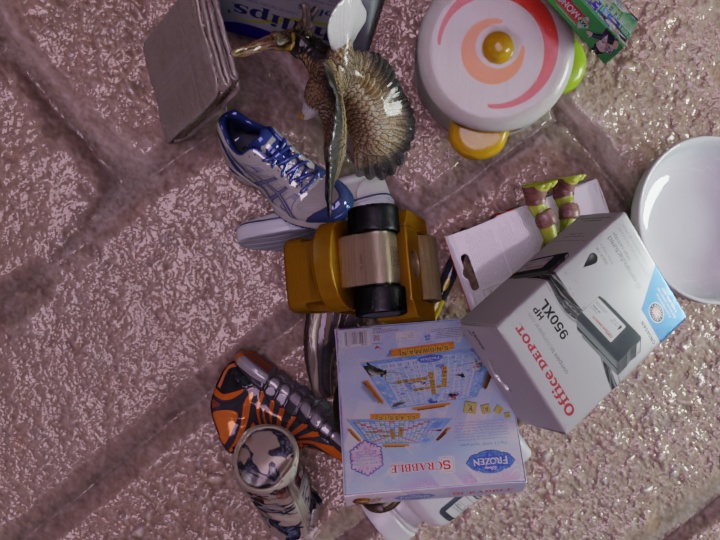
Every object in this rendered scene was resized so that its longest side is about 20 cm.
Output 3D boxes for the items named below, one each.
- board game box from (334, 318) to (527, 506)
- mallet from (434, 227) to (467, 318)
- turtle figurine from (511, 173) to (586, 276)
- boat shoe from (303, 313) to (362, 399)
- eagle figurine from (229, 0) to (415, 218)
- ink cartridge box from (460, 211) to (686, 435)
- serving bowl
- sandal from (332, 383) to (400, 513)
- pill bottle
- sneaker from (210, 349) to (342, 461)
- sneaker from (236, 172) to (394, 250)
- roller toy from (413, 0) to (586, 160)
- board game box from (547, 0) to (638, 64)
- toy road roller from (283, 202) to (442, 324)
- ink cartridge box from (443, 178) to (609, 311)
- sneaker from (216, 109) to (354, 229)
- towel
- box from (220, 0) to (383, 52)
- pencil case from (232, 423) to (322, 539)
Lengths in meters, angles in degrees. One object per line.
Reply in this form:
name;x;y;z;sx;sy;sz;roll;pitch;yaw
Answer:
board game box;0.074;0.155;0.981;0.198;0.041;0.201;-4;60;2
mallet;0.105;0.047;1.087;0.066;0.041;0.201;30;90;0
turtle figurine;0.245;-0.028;1.015;0.198;0.064;0.163;-12;95;-19
boat shoe;-0.032;0.061;1.070;0.073;0.075;0.202;0;101;-8
eagle figurine;-0.025;-0.182;0.949;0.151;0.151;0.201;-33;91;-2
ink cartridge box;0.228;0.054;0.928;0.200;0.084;0.145;-39;103;-17
serving bowl;0.410;-0.057;1.049;0.198;0.066;0.202;1;85;-13
sandal;0.019;0.195;1.031;0.081;0.055;0.201;-23;52;11
pill bottle;0.096;0.237;1.055;0.200;0.120;0.120;-39;92;3
sneaker;-0.101;0.198;1.086;0.199;0.078;0.112;36;98;8
sneaker;-0.059;-0.076;1.073;0.198;0.073;0.071;-13;71;0
roller toy;0.151;-0.248;1.015;0.200;0.140;0.183;-39;91;3
board game box;0.254;-0.310;0.985;0.135;0.200;0.029;46;121;-2
toy road roller;0.000;0.000;1.002;0.145;0.200;0.124;-8;81;23
ink cartridge box;0.212;-0.028;1.072;0.198;0.050;0.110;-20;94;3
sneaker;-0.097;-0.119;1.015;0.199;0.088;0.075;30;70;25
towel;-0.197;-0.237;0.999;0.034;0.199;0.134;-13;88;-32
box;-0.062;-0.338;0.976;0.182;0.200;0.106;15;77;0
pencil case;-0.095;0.254;1.023;0.089;0.201;0.078;23;62;20
